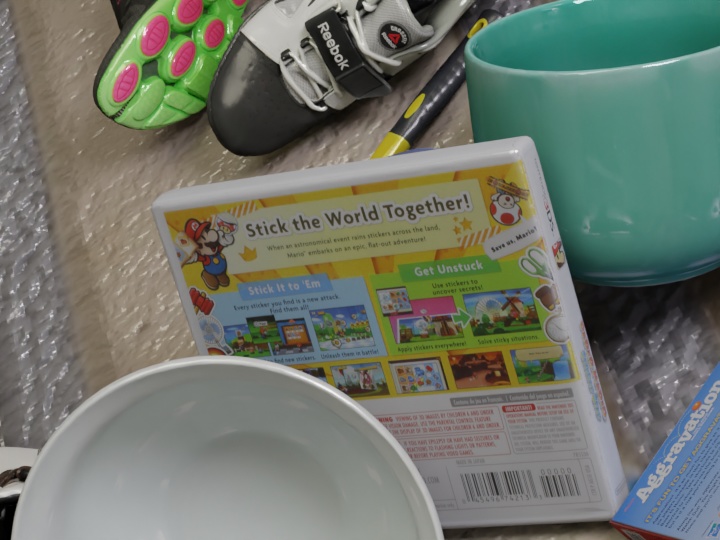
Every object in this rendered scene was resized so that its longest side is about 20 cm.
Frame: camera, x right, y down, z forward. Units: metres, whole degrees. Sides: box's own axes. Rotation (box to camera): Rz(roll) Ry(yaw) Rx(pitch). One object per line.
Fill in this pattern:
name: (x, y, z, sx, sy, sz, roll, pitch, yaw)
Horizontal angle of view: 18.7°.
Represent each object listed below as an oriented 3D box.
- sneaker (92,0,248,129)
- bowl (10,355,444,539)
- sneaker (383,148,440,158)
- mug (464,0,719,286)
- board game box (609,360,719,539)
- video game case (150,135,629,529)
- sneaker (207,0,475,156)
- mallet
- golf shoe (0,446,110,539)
sneaker: (-0.116, -0.158, 1.329, 0.083, 0.077, 0.201, -10, 42, 35)
bowl: (-0.055, 0.126, 1.013, 0.200, 0.202, 0.090, -28, 8, 13)
sneaker: (0.000, 0.000, 1.074, 0.200, 0.074, 0.082, -45, -2, 39)
mug: (0.131, -0.066, 1.045, 0.151, 0.115, 0.185, -7, 19, 7)
board game box: (0.195, 0.042, 0.965, 0.200, 0.019, 0.103, -54, 19, -12)
video game case: (0.012, 0.037, 1.022, 0.199, 0.183, 0.023, -7, 20, 30)
sneaker: (-0.002, -0.135, 1.208, 0.200, 0.074, 0.089, -41, 19, 2)
mallet: (0.010, -0.068, 1.197, 0.066, 0.041, 0.200, 13, 60, 42)
golf shoe: (-0.170, 0.125, 1.126, 0.199, 0.095, 0.078, 19, 70, 43)
